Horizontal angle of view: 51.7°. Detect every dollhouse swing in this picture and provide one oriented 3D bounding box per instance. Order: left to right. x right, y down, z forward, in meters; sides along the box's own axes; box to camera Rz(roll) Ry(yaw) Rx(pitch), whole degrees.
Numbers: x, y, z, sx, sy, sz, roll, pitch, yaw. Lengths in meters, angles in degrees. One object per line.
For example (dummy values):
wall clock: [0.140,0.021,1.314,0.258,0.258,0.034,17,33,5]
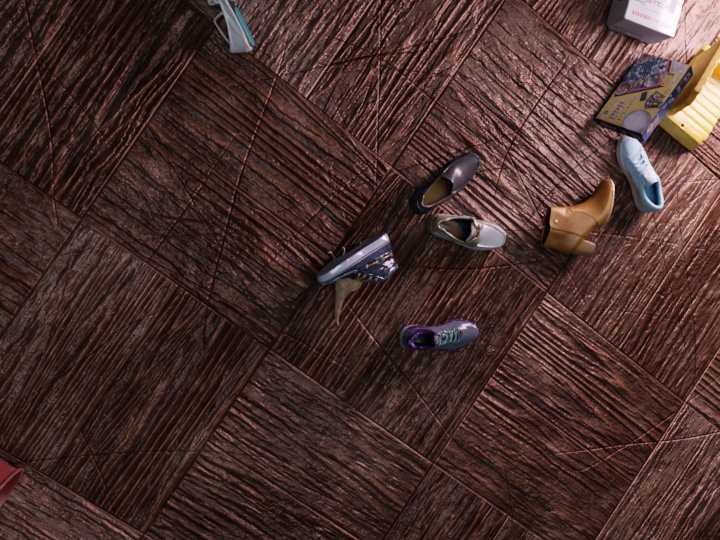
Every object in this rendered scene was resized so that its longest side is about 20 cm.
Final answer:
dollhouse swing: [0.839,-0.420,1.774,0.180,0.176,0.202,33,88,-13]

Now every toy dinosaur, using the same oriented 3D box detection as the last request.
toy dinosaur: [-0.045,0.022,1.690,0.100,0.058,0.203,21,91,-14]

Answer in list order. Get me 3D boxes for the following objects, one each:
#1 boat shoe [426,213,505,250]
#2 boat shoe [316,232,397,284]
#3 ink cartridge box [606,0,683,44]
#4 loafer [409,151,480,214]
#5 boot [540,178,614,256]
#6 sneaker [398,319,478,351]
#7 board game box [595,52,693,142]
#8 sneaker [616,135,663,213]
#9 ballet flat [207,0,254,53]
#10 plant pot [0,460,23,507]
boat shoe: [0.254,-0.087,1.737,0.196,0.068,0.076,8,94,-13]
boat shoe: [0.000,0.000,1.651,0.199,0.070,0.092,-32,104,-26]
ink cartridge box: [0.688,-0.663,1.764,0.142,0.084,0.204,14,93,-14]
loafer: [0.204,-0.199,1.713,0.200,0.072,0.073,-43,101,-6]
boot: [0.519,-0.139,1.786,0.141,0.071,0.205,15,97,-16]
sneaker: [0.192,0.162,1.738,0.196,0.087,0.076,-6,97,-11]
board game box: [0.672,-0.413,1.762,0.201,0.135,0.035,-53,136,-2]
sneaker: [0.692,-0.237,1.808,0.073,0.082,0.203,-29,101,-8]
ballet flat: [-0.291,-0.559,1.582,0.068,0.069,0.203,-23,101,-9]
plant pot: [-0.831,0.434,1.506,0.194,0.201,0.202,36,88,-4]
